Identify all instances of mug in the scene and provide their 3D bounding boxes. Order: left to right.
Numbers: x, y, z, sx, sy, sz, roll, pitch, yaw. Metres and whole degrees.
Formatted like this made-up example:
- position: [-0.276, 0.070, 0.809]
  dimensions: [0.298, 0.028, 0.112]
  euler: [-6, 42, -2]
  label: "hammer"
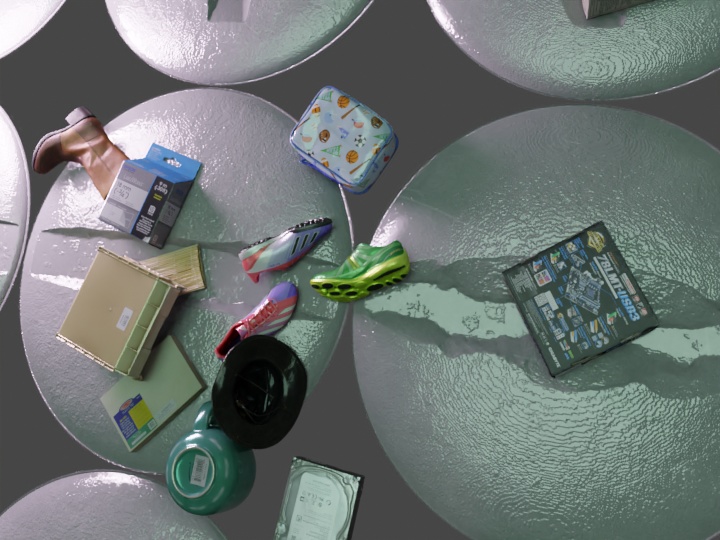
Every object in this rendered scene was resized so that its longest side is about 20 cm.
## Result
- position: [-0.289, 0.354, 1.289]
  dimensions: [0.151, 0.114, 0.186]
  euler: [-39, 71, 5]
  label: "mug"

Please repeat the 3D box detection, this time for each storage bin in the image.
- position: [-0.469, 0.086, 1.390]
  dimensions: [0.195, 0.094, 0.203]
  euler: [23, 83, 22]
  label: "storage bin"

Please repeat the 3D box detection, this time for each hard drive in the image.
- position: [-0.080, 0.451, 1.250]
  dimensions: [0.137, 0.038, 0.205]
  euler: [12, 83, 18]
  label: "hard drive"

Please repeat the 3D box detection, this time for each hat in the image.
- position: [-0.196, 0.226, 1.302]
  dimensions: [0.080, 0.197, 0.206]
  euler: [-20, 66, 57]
  label: "hat"

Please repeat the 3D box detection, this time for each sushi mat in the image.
- position: [-0.414, 0.016, 1.451]
  dimensions: [0.196, 0.012, 0.098]
  euler: [-16, 76, 13]
  label: "sushi mat"

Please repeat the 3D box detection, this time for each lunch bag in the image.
- position: [-0.037, -0.252, 1.368]
  dimensions: [0.198, 0.075, 0.162]
  euler: [35, 92, 19]
  label: "lunch bag"

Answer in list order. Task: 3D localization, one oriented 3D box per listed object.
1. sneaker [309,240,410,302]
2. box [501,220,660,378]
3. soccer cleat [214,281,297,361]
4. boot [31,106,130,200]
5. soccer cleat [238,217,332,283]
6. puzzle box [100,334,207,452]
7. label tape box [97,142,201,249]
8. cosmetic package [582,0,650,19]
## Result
- position: [0.000, 0.000, 1.314]
  dimensions: [0.196, 0.074, 0.085]
  euler: [-16, 49, 15]
  label: "sneaker"
- position: [0.371, 0.049, 1.198]
  dimensions: [0.196, 0.050, 0.203]
  euler: [-28, 72, 8]
  label: "box"
- position: [-0.197, 0.101, 1.337]
  dimensions: [0.200, 0.076, 0.067]
  euler: [-47, 70, 3]
  label: "soccer cleat"
- position: [-0.610, -0.229, 1.548]
  dimensions: [0.188, 0.069, 0.201]
  euler: [-41, 78, -4]
  label: "boot"
- position: [-0.138, -0.043, 1.365]
  dimensions: [0.196, 0.068, 0.075]
  euler: [-22, 97, 6]
  label: "soccer cleat"
- position: [-0.414, 0.245, 1.396]
  dimensions: [0.199, 0.025, 0.134]
  euler: [-41, 71, 5]
  label: "puzzle box"
- position: [-0.444, -0.168, 1.473]
  dimensions: [0.142, 0.063, 0.204]
  euler: [22, 86, 19]
  label: "label tape box"
- position: [0.498, -0.541, 1.259]
  dimensions: [0.195, 0.103, 0.089]
  euler: [-12, 76, 12]
  label: "cosmetic package"
